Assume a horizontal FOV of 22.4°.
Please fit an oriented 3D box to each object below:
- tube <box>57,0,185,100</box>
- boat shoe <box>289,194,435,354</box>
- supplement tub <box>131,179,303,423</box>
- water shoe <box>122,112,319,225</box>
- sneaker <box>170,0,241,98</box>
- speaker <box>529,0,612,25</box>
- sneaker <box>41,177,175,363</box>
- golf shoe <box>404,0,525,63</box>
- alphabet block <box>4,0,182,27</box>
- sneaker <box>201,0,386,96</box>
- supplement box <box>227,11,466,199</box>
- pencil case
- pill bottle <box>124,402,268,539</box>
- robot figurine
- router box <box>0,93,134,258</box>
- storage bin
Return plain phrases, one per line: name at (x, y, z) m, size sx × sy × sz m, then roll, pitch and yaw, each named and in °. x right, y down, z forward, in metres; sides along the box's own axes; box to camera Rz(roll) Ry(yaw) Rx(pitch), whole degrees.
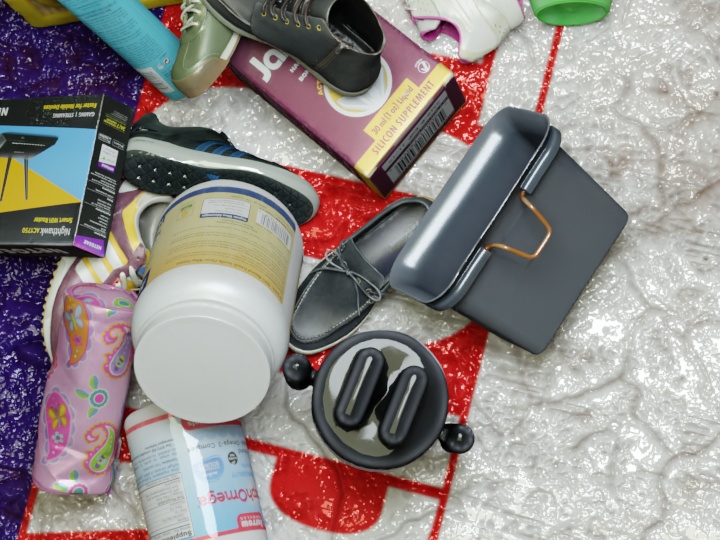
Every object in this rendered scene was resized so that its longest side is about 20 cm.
tube at (-0.228, -0.237, 1.739) m, size 0.077 × 0.200 × 0.051 m, roll -18°, pitch 51°, yaw 28°
boat shoe at (0.000, 0.000, 1.724) m, size 0.200 × 0.062 × 0.075 m, roll -41°, pitch 77°, yaw 2°
supplement tub at (-0.130, 0.028, 1.654) m, size 0.143 × 0.145 × 0.201 m, roll -5°, pitch 36°, yaw 9°
water shoe at (-0.131, -0.105, 1.759) m, size 0.198 × 0.072 × 0.079 m, roll 16°, pitch 45°, yaw -6°
sneaker at (-0.148, -0.265, 1.704) m, size 0.067 × 0.090 × 0.201 m, roll -9°, pitch 49°, yaw 48°
speaker at (0.198, -0.342, 1.742) m, size 0.088 × 0.088 × 0.202 m, roll -3°, pitch 79°, yaw 9°
sneaker at (-0.241, 0.007, 1.757) m, size 0.089 × 0.075 × 0.202 m, roll 12°, pitch 83°, yaw 17°
golf shoe at (0.063, -0.282, 1.761) m, size 0.200 × 0.075 × 0.092 m, roll 40°, pitch 91°, yaw 15°
alphabet block at (-0.269, -0.372, 1.772) m, size 0.194 × 0.196 × 0.202 m, roll -10°, pitch 78°, yaw 10°
sneaker at (-0.060, -0.243, 1.629) m, size 0.199 × 0.106 × 0.075 m, roll 32°, pitch 73°, yaw 0°
supplement box at (-0.016, -0.186, 1.740) m, size 0.200 × 0.103 × 0.131 m, roll 39°, pitch 89°, yaw 15°
pencil case at (-0.254, 0.114, 1.707) m, size 0.087 × 0.087 × 0.202 m, roll 15°, pitch 102°, yaw 12°
pill bottle at (-0.147, 0.220, 1.683) m, size 0.108 × 0.109 × 0.202 m, roll -16°, pitch 78°, yaw 6°
robot figurine at (0.016, 0.120, 1.626) m, size 0.124 × 0.200 × 0.151 m, roll -29°, pitch 85°, yaw -5°
router box at (-0.316, -0.090, 1.757) m, size 0.199 × 0.051 × 0.150 m, roll 1°, pitch 76°, yaw 38°
storage bin at (0.148, -0.026, 1.654) m, size 0.134 × 0.145 × 0.201 m, roll 34°, pitch 86°, yaw -24°
